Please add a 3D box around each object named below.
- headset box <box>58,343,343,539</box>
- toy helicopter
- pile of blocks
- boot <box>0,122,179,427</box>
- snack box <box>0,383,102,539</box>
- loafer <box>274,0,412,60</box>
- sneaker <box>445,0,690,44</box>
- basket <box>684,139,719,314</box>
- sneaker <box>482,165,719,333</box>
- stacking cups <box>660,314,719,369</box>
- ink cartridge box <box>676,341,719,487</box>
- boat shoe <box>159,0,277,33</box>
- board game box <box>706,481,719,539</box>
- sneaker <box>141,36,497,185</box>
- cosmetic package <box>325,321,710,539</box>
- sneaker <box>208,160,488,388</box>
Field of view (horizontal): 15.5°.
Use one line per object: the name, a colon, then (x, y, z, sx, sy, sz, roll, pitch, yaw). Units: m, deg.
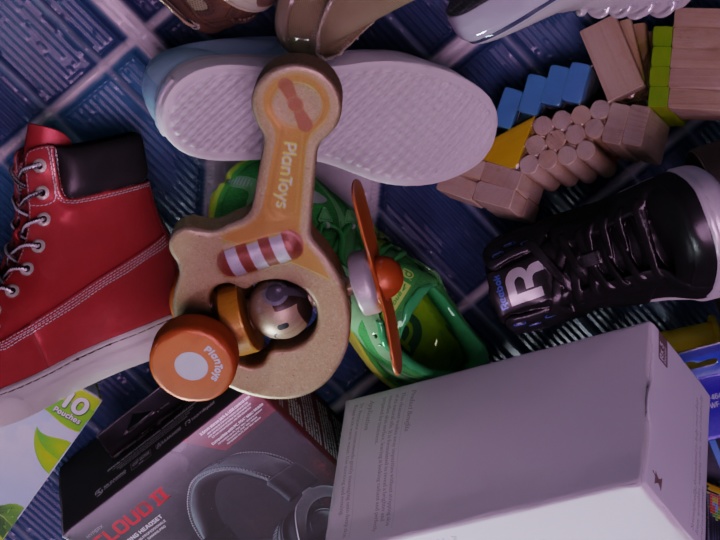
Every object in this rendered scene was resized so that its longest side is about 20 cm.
headset box: (-0.070, 0.141, 1.554, 0.149, 0.077, 0.200, -37, 118, 13)
toy helicopter: (-0.033, -0.019, 1.379, 0.132, 0.079, 0.201, 10, 120, 2)
pile of blocks: (0.138, -0.088, 1.478, 0.200, 0.082, 0.062, -22, 162, 15)
boot: (-0.192, 0.003, 1.433, 0.200, 0.072, 0.145, -26, 106, -25)
snack box: (-0.268, 0.070, 1.497, 0.200, 0.053, 0.142, 31, 102, -22)
loafer: (0.038, -0.177, 1.362, 0.200, 0.076, 0.067, -45, 71, 7)
sneaker: (0.144, -0.164, 1.419, 0.200, 0.073, 0.071, -28, 111, 7)
basket: (0.288, -0.038, 1.445, 0.199, 0.180, 0.136, -15, 98, -1)
sneaker: (0.128, -0.001, 1.431, 0.112, 0.200, 0.073, -19, 89, -12)
stacking cups: (0.117, 0.073, 1.560, 0.199, 0.061, 0.061, -11, 119, 4)
ink cartridge box: (0.211, 0.110, 1.545, 0.099, 0.039, 0.200, -15, 144, 11)
boat shoe: (-0.129, -0.197, 1.368, 0.202, 0.075, 0.075, 45, 135, -12)
board game box: (0.183, 0.205, 1.583, 0.165, 0.057, 0.200, 23, 140, -21)
sneaker: (-0.024, -0.097, 1.435, 0.199, 0.082, 0.074, 7, 112, -25)
cosmetic package: (0.087, 0.113, 1.452, 0.199, 0.113, 0.081, -13, 137, 28)
sneaker: (0.000, 0.000, 1.475, 0.200, 0.083, 0.074, 38, 70, -30)
